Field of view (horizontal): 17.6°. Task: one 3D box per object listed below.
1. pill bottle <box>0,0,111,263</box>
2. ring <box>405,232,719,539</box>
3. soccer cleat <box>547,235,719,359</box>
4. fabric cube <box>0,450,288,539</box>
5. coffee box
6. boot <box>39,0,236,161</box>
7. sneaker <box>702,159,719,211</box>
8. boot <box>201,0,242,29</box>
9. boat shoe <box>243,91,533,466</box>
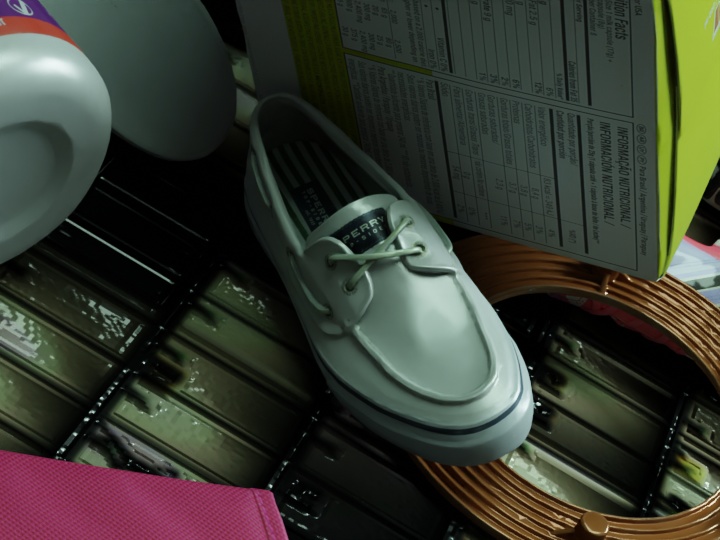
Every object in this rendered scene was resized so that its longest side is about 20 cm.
[{"bbox_3d":[-0.192,-0.097,0.915,0.112,0.113,0.200,-7,47,-46],"label":"pill bottle"},{"bbox_3d":[0.103,0.052,0.998,0.200,0.019,0.201,12,43,-11],"label":"ring"},{"bbox_3d":[0.135,0.006,1.106,0.200,0.067,0.076,41,69,3],"label":"soccer cleat"},{"bbox_3d":[-0.126,0.165,0.502,0.199,0.196,0.200,13,35,-26],"label":"fabric cube"},{"bbox_3d":[0.075,-0.150,1.021,0.198,0.200,0.200,16,57,19],"label":"coffee box"},{"bbox_3d":[-0.142,-0.129,1.047,0.200,0.074,0.096,48,-14,-18],"label":"boot"},{"bbox_3d":[0.251,-0.018,1.202,0.115,0.076,0.200,26,23,-16],"label":"sneaker"},{"bbox_3d":[-0.061,-0.184,1.201,0.200,0.073,0.151,-1,42,-33],"label":"boot"},{"bbox_3d":[0.000,0.000,0.961,0.074,0.067,0.200,-30,47,-16],"label":"boat shoe"}]
